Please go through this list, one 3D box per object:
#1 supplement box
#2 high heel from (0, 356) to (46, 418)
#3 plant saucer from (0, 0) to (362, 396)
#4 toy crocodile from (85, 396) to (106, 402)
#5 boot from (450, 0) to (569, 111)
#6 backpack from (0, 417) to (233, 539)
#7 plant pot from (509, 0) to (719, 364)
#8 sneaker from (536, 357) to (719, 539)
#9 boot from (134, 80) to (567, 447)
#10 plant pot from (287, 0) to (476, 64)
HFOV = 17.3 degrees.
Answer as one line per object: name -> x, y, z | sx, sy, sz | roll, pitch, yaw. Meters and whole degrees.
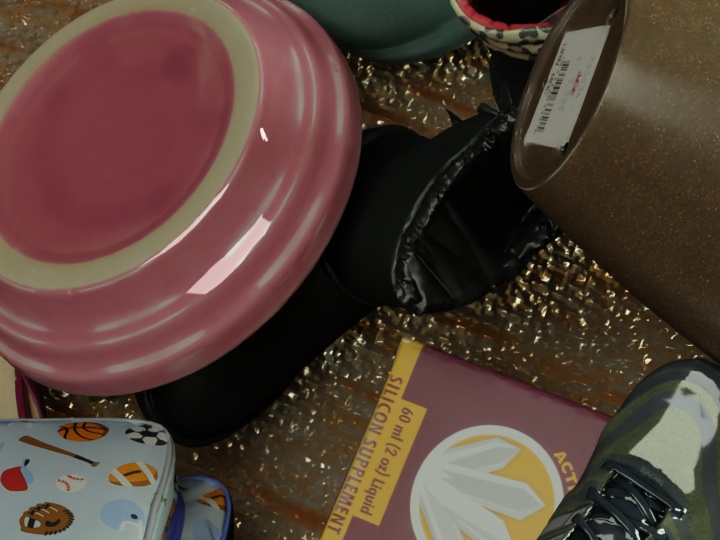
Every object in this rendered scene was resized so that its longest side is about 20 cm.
supplement box -> 0.094, 0.120, 1.012 | 0.199, 0.086, 0.111 | 20, 81, 20
high heel -> -0.176, 0.079, 1.093 | 0.067, 0.096, 0.202 | -13, 72, 11
plant saucer -> -0.097, -0.046, 1.021 | 0.199, 0.051, 0.202 | -16, 53, 23
toy crocodile -> -0.076, -0.025, 1.119 | 0.067, 0.062, 0.201 | 31, 80, 21
boot -> 0.143, -0.107, 1.025 | 0.202, 0.154, 0.074 | -9, 72, 14
backpack -> -0.149, 0.155, 0.987 | 0.189, 0.200, 0.155 | -7, 116, 10
plant pot -> 0.166, -0.038, 0.939 | 0.199, 0.187, 0.188 | 21, 79, -15
sneaker -> 0.092, 0.124, 0.921 | 0.073, 0.081, 0.201 | 26, 85, 20
boot -> 0.000, 0.001, 1.018 | 0.198, 0.162, 0.074 | -45, 108, -17
plant pot -> -0.016, -0.204, 1.066 | 0.199, 0.134, 0.202 | -8, 78, 43
